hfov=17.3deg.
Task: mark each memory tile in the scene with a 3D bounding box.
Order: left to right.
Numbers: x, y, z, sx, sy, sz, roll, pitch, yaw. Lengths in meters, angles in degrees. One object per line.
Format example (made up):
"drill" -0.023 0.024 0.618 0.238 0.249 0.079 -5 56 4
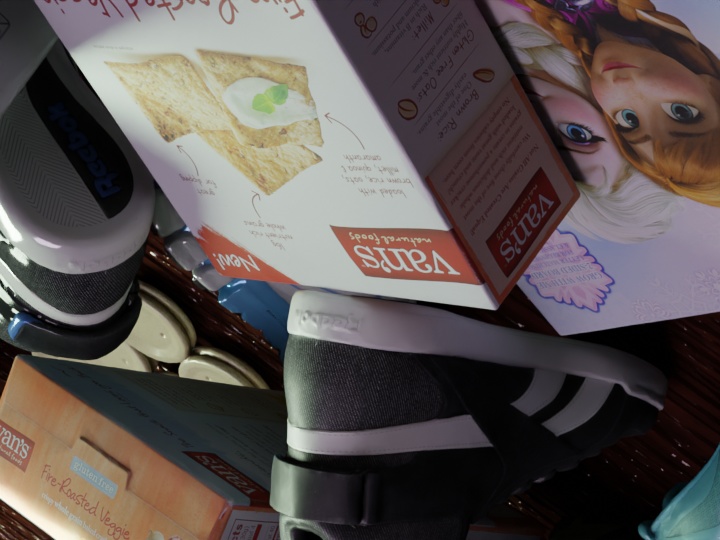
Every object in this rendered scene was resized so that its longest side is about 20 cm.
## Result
"memory tile" -0.065 0.082 1.160 0.200 0.017 0.153 41 151 -10

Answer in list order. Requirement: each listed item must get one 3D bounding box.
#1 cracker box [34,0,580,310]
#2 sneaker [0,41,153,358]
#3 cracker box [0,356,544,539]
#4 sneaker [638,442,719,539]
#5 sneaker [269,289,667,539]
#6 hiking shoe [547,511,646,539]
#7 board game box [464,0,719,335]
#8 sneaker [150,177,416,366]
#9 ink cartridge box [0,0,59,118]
"cracker box" -0.034 -0.081 0.733 0.133 0.058 0.201 6 139 46
"sneaker" -0.141 -0.054 0.878 0.201 0.073 0.112 63 154 29
"cracker box" -0.038 0.095 0.963 0.134 0.058 0.199 29 -169 40
"sneaker" 0.140 0.115 0.874 0.079 0.077 0.201 29 112 31
"sneaker" 0.034 0.074 0.856 0.073 0.113 0.199 9 178 41
"hiking shoe" 0.135 0.153 0.963 0.076 0.101 0.199 46 150 -21
"board game box" 0.076 -0.071 0.728 0.200 0.041 0.199 48 149 -19
"sneaker" 0.000 0.000 0.921 0.086 0.075 0.200 -24 136 21
"ink cartridge box" -0.174 -0.137 0.760 0.040 0.200 0.200 -14 126 46
